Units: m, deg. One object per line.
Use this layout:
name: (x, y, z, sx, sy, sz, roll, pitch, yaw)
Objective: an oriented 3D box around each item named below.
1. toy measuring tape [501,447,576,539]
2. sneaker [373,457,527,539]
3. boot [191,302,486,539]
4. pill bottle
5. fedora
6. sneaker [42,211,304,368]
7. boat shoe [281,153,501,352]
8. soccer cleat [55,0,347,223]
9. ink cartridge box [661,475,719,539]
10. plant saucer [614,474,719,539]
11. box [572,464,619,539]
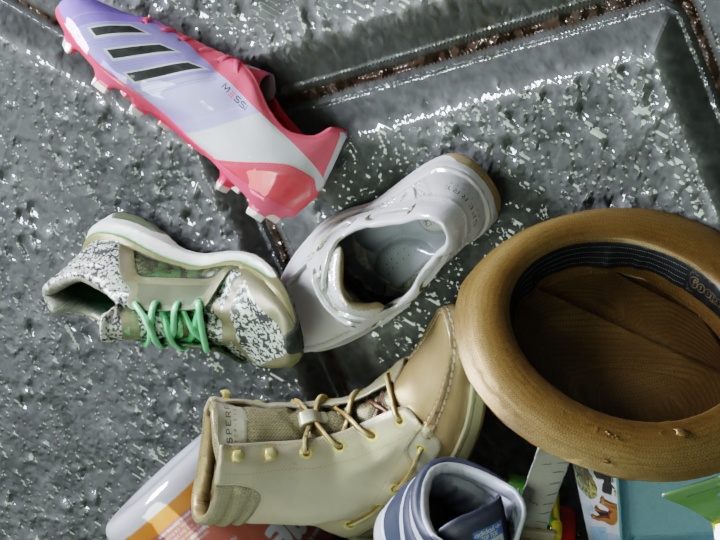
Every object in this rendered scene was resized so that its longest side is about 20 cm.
toy measuring tape: (0.103, 0.136, 1.583, 0.073, 0.074, 0.201, 28, 142, 14)
sneaker: (0.081, 0.201, 1.526, 0.201, 0.070, 0.109, 56, 153, 16)
boot: (-0.014, 0.091, 1.597, 0.154, 0.073, 0.201, 8, 134, -16)
pill bottle: (-0.063, 0.206, 1.707, 0.200, 0.112, 0.112, 49, 129, -4)
fedora: (0.148, 0.055, 1.466, 0.199, 0.201, 0.082, 23, 143, 17)
sneaker: (-0.120, 0.030, 1.638, 0.199, 0.088, 0.077, 17, 129, 39)
boat shoe: (0.000, 0.000, 1.579, 0.071, 0.069, 0.200, 46, 133, -3)
soccer cleat: (-0.098, -0.112, 1.592, 0.200, 0.067, 0.077, 41, 98, 11)
ink cartridge box: (0.263, 0.162, 1.438, 0.103, 0.060, 0.199, -20, 148, 34)
plant saucer: (0.245, 0.125, 1.493, 0.198, 0.019, 0.070, -4, 116, 5)
box: (0.203, 0.152, 1.567, 0.136, 0.038, 0.201, 0, 116, 31)
